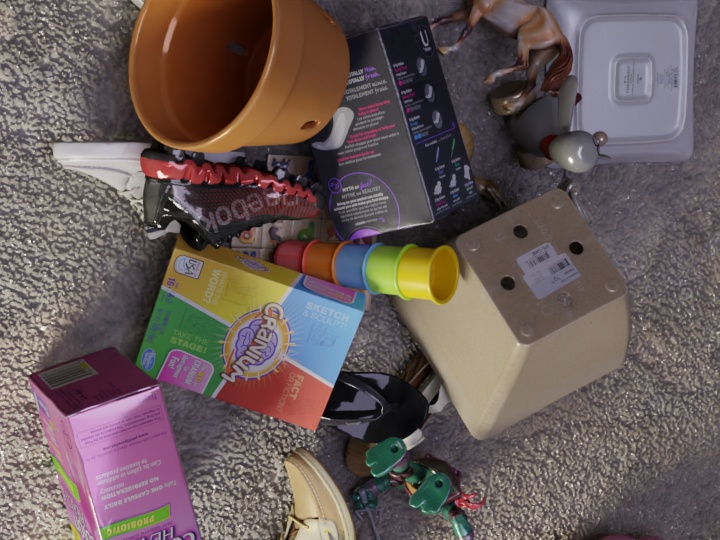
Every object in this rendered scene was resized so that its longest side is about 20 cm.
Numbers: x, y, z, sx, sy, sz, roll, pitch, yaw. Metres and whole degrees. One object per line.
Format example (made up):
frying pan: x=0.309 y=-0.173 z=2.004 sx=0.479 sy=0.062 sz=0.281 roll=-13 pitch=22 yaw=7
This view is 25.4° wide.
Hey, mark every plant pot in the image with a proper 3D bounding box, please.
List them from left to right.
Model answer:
plant pot: x=-0.106 y=-0.201 z=1.532 sx=0.140 sy=0.200 sz=0.200 roll=13 pitch=94 yaw=-49
plant pot: x=0.171 y=0.027 z=1.675 sx=0.200 sy=0.177 sz=0.200 roll=-26 pitch=72 yaw=-17

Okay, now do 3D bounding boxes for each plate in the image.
plate: x=0.303 y=-0.218 z=1.812 sx=0.200 sy=0.032 sz=0.200 roll=-4 pitch=100 yaw=-22

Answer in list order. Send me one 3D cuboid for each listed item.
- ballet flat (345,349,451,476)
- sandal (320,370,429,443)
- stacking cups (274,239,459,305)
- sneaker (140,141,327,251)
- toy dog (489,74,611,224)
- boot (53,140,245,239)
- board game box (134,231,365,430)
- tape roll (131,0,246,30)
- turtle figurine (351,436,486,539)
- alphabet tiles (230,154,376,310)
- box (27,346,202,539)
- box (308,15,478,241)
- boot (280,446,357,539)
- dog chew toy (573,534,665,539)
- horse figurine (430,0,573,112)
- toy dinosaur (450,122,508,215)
ballet flat: x=0.062 y=0.149 z=1.750 sx=0.200 sy=0.072 sz=0.068 roll=-49 pitch=118 yaw=-8
sandal: x=-0.026 y=0.136 z=1.689 sx=0.200 sy=0.043 sz=0.076 roll=16 pitch=95 yaw=-3
stacking cups: x=0.000 y=0.000 z=1.626 sx=0.061 sy=0.200 sz=0.061 roll=-8 pitch=99 yaw=-57
sneaker: x=-0.128 y=-0.064 z=1.571 sx=0.200 sy=0.071 sz=0.098 roll=8 pitch=97 yaw=-30
toy dog: x=0.222 y=-0.152 z=1.706 sx=0.096 sy=0.200 sz=0.132 roll=-30 pitch=132 yaw=-7
boot: x=-0.210 y=-0.079 z=1.594 sx=0.200 sy=0.074 sz=0.096 roll=3 pitch=94 yaw=-23
board game box: x=-0.113 y=0.063 z=1.618 sx=0.200 sy=0.040 sz=0.153 roll=18 pitch=115 yaw=-7
tape roll: x=-0.157 y=-0.339 z=1.592 sx=0.203 sy=0.037 sz=0.203 roll=-4 pitch=100 yaw=-22
turtle figurine: x=0.066 y=0.249 z=1.744 sx=0.150 sy=0.200 sz=0.101 roll=18 pitch=70 yaw=17
alphabet tiles: x=-0.060 y=-0.023 z=1.705 sx=0.166 sy=0.006 sz=0.200 roll=2 pitch=99 yaw=-24
box: x=-0.241 y=0.198 z=1.573 sx=0.097 sy=0.176 sz=0.200 roll=-19 pitch=107 yaw=-19
box: x=0.023 y=-0.144 z=1.624 sx=0.106 sy=0.122 sz=0.200 roll=-28 pitch=104 yaw=-55
boot: x=-0.084 y=0.305 z=1.716 sx=0.155 sy=0.073 sz=0.200 roll=-25 pitch=113 yaw=-20
dog chew toy: x=0.296 y=0.366 z=1.867 sx=0.200 sy=0.125 sz=0.125 roll=-10 pitch=103 yaw=-29
horse figurine: x=0.154 y=-0.255 z=1.694 sx=0.200 sy=0.050 sz=0.133 roll=40 pitch=80 yaw=20
toy dinosaur: x=0.085 y=-0.130 z=1.732 sx=0.101 sy=0.058 sz=0.200 roll=-48 pitch=122 yaw=-25
